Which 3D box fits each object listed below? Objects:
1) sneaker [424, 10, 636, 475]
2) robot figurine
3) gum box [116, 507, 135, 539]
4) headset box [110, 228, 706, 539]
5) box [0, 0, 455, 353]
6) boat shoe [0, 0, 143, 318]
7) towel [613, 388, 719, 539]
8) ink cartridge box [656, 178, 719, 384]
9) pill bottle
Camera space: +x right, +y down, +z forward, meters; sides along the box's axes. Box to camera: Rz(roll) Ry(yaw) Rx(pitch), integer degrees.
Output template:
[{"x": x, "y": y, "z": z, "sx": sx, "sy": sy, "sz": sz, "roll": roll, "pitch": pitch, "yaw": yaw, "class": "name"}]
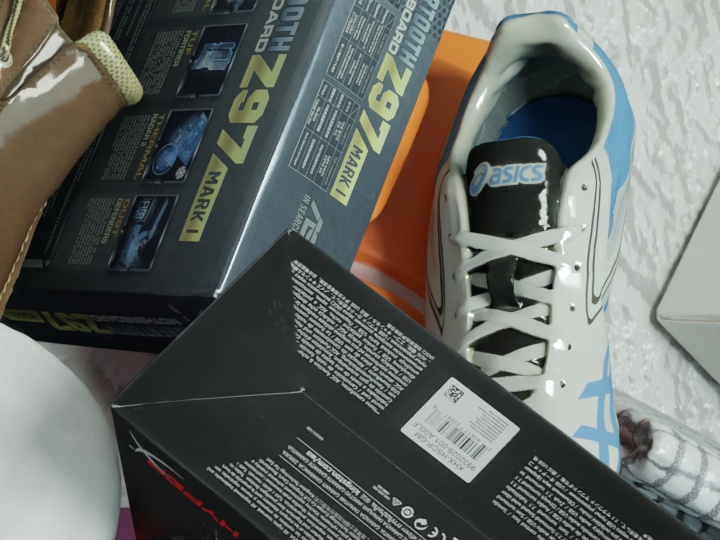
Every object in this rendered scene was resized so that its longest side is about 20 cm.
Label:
[{"x": 0.049, "y": 0.006, "z": 0.802, "sx": 0.073, "sy": 0.072, "sz": 0.200, "roll": 58, "pitch": 32, "yaw": -52, "class": "sneaker"}, {"x": 0.000, "y": 0.001, "z": 0.901, "sx": 0.117, "sy": 0.144, "sz": 0.200, "roll": 38, "pitch": 51, "yaw": -21, "class": "robot figurine"}, {"x": -0.007, "y": 0.146, "z": 0.884, "sx": 0.200, "sy": 0.113, "sz": 0.066, "roll": 25, "pitch": 75, "yaw": -25, "class": "gum box"}, {"x": 0.014, "y": 0.102, "z": 0.711, "sx": 0.077, "sy": 0.149, "sz": 0.200, "roll": -44, "pitch": 160, "yaw": -23, "class": "headset box"}, {"x": -0.046, "y": -0.070, "z": 0.844, "sx": 0.051, "sy": 0.158, "sz": 0.200, "roll": 33, "pitch": 69, "yaw": -37, "class": "box"}, {"x": -0.109, "y": -0.061, "z": 0.805, "sx": 0.075, "sy": 0.075, "sz": 0.203, "roll": 56, "pitch": 37, "yaw": -63, "class": "boat shoe"}, {"x": 0.106, "y": 0.098, "z": 0.944, "sx": 0.165, "sy": 0.200, "sz": 0.086, "roll": 26, "pitch": 92, "yaw": -30, "class": "towel"}, {"x": 0.243, "y": 0.018, "z": 1.153, "sx": 0.200, "sy": 0.084, "sz": 0.146, "roll": 43, "pitch": 63, "yaw": -33, "class": "ink cartridge box"}, {"x": -0.139, "y": 0.110, "z": 0.738, "sx": 0.111, "sy": 0.200, "sz": 0.111, "roll": 8, "pitch": 51, "yaw": -10, "class": "pill bottle"}]
